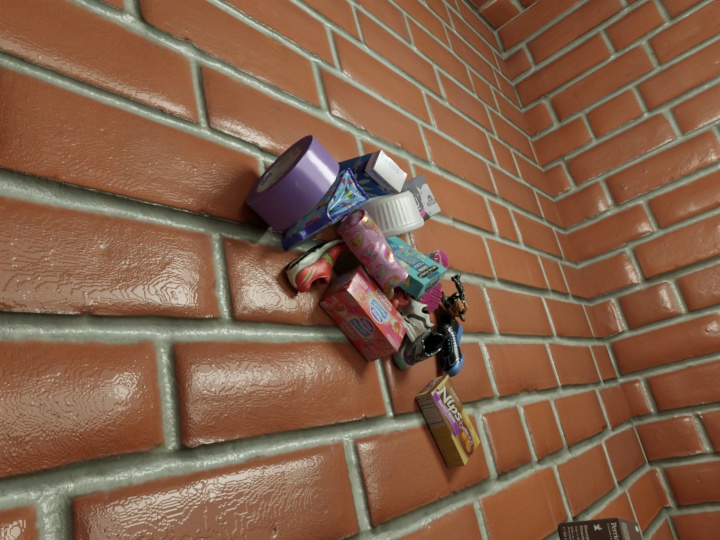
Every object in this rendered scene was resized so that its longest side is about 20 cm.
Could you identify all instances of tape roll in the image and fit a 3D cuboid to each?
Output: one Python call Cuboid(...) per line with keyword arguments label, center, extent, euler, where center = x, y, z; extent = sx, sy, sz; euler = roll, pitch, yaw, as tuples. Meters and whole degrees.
Cuboid(label="tape roll", center=(-0.145, -0.186, 1.117), extent=(0.085, 0.199, 0.201), euler=(44, 40, -24))

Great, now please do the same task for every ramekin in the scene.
Cuboid(label="ramekin", center=(0.056, -0.139, 1.334), extent=(0.202, 0.201, 0.095), euler=(-30, 109, -55))

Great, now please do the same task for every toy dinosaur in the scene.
Cuboid(label="toy dinosaur", center=(0.285, 0.088, 1.560), extent=(0.101, 0.200, 0.137), euler=(-22, 82, -16))

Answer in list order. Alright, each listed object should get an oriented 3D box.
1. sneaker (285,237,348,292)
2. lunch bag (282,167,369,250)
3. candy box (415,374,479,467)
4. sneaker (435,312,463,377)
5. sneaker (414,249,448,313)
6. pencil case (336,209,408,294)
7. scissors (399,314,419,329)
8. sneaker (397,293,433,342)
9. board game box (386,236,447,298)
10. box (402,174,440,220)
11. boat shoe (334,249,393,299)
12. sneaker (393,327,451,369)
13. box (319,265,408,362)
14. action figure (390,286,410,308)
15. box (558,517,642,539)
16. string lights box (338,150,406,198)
Cuboid(label="sneaker", center=(-0.089, -0.012, 1.199), extent=(0.200, 0.077, 0.086), euler=(-36, 106, -41))
Cuboid(label="lunch bag", center=(-0.092, -0.127, 1.190), extent=(0.094, 0.150, 0.200), euler=(54, 37, -14))
Cuboid(label="candy box", center=(0.229, 0.390, 1.371), extent=(0.116, 0.056, 0.202), euler=(-24, 90, -55))
Cuboid(label="sneaker", center=(0.248, 0.208, 1.502), extent=(0.078, 0.070, 0.201), euler=(43, 34, -23))
Cuboid(label="sneaker", center=(0.186, 0.038, 1.515), extent=(0.081, 0.088, 0.202), euler=(35, 67, -38))
Cuboid(label="pencil case", center=(0.029, -0.043, 1.219), extent=(0.201, 0.087, 0.088), euler=(53, 36, -25))
Cuboid(label="scissors", center=(0.053, 0.088, 1.282), extent=(0.200, 0.073, 0.014), euler=(41, 48, -7))
Cuboid(label="sneaker", center=(0.142, 0.112, 1.364), extent=(0.074, 0.080, 0.200), euler=(56, 9, -23))
Cuboid(label="board game box", center=(0.109, -0.019, 1.387), extent=(0.199, 0.047, 0.151), euler=(35, 31, 20))
Cuboid(label="box", center=(0.134, -0.188, 1.553), extent=(0.200, 0.114, 0.133), euler=(-31, 94, -54))
Cuboid(label="boat shoe", center=(0.000, 0.000, 1.315), extent=(0.200, 0.071, 0.069), euler=(45, 13, -14))
Cuboid(label="sneaker", center=(0.179, 0.173, 1.364), extent=(0.078, 0.139, 0.200), euler=(54, 37, -15))
Cuboid(label="box", center=(0.011, 0.103, 1.230), extent=(0.201, 0.095, 0.100), euler=(52, 38, -18))
Cuboid(label="action figure", center=(0.106, 0.046, 1.392), extent=(0.200, 0.065, 0.052), euler=(-65, 154, -59))
Cuboid(label="box", center=(0.753, 0.869, 1.629), extent=(0.164, 0.199, 0.167), euler=(30, 47, -38))
Cuboid(label="string lights box", center=(0.011, -0.238, 1.345), extent=(0.102, 0.199, 0.059), euler=(36, 68, -33))
